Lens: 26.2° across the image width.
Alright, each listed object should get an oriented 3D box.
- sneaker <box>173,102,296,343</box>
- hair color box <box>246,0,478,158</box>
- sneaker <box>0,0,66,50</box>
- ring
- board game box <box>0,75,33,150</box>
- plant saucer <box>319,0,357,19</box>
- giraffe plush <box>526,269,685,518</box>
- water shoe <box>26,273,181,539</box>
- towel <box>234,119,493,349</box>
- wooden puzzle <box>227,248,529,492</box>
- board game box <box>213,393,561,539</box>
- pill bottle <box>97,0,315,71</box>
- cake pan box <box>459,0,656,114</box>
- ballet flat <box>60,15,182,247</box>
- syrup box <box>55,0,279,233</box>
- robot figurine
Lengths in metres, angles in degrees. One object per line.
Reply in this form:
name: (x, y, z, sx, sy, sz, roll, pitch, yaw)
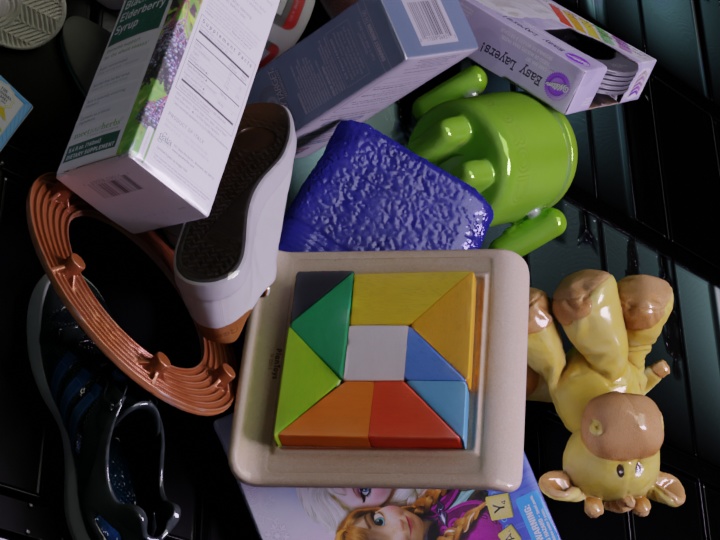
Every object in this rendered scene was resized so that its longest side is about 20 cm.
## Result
sneaker: (-0.089, -0.034, 1.092, 0.085, 0.072, 0.201, 83, 16, -45)
hair color box: (-0.016, -0.149, 1.200, 0.099, 0.199, 0.061, -17, 81, -50)
sneaker: (-0.285, -0.232, 1.065, 0.200, 0.075, 0.085, 41, 7, -44)
ring: (-0.147, 0.011, 1.045, 0.200, 0.019, 0.201, 46, 17, -18)
board game box: (-0.318, -0.128, 0.988, 0.200, 0.034, 0.135, 45, 42, -20)
plant saucer: (-0.029, -0.268, 1.332, 0.201, 0.034, 0.201, 58, 10, -17)
giraffe plush: (0.201, 0.121, 1.306, 0.201, 0.170, 0.163, 68, 11, -46)
water shoe: (-0.159, 0.086, 1.003, 0.071, 0.079, 0.202, 1, 68, -47)
towel: (0.000, 0.000, 1.177, 0.147, 0.050, 0.201, 31, 71, -3)
wooden puzzle: (0.015, 0.061, 1.066, 0.037, 0.197, 0.187, 81, 13, -57)
board game box: (0.023, 0.161, 1.095, 0.198, 0.041, 0.202, -23, 83, -8)
pill bottle: (-0.140, -0.239, 1.186, 0.199, 0.113, 0.115, 23, 53, -39)
cake pan box: (0.167, -0.217, 1.472, 0.199, 0.053, 0.183, 35, 28, 23)
ballet flat: (-0.149, -0.110, 1.141, 0.067, 0.063, 0.202, -29, 91, -55)
syrup box: (-0.127, -0.134, 1.060, 0.081, 0.078, 0.202, 39, 55, -39)
robot figurine: (0.119, -0.100, 1.389, 0.199, 0.115, 0.177, -15, 72, -51)
